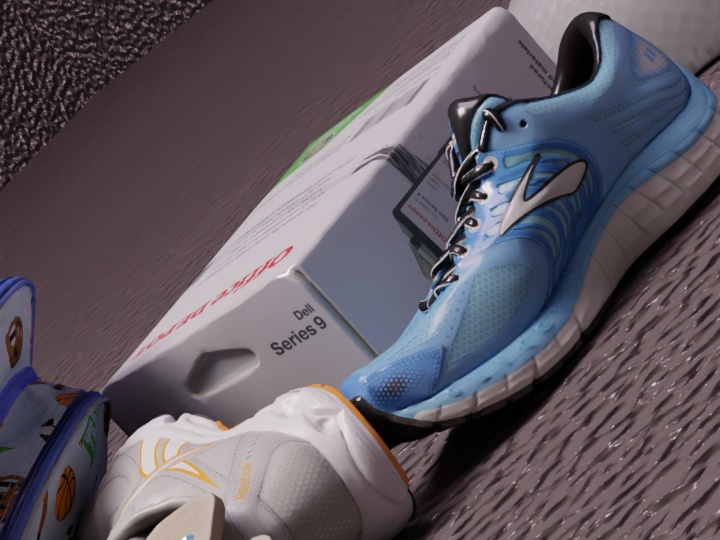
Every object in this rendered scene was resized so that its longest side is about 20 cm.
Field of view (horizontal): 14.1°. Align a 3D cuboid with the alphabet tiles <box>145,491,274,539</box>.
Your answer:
[{"bbox_3d":[-0.094,0.162,0.912,0.200,0.015,0.196,-37,29,31],"label":"alphabet tiles"}]

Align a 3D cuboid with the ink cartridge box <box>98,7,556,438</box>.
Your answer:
[{"bbox_3d":[0.000,0.000,1.208,0.146,0.084,0.200,-33,14,44],"label":"ink cartridge box"}]

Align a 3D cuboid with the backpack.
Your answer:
[{"bbox_3d":[-0.183,0.090,1.136,0.200,0.153,0.191,-74,-10,-53],"label":"backpack"}]

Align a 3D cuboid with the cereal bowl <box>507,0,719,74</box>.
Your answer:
[{"bbox_3d":[0.139,-0.152,1.331,0.200,0.083,0.200,-41,10,9],"label":"cereal bowl"}]

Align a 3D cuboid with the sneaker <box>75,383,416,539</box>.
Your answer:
[{"bbox_3d":[-0.068,0.098,1.044,0.092,0.076,0.200,-35,3,-33],"label":"sneaker"}]

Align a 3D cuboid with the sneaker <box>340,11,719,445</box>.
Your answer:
[{"bbox_3d":[0.050,-0.017,1.063,0.200,0.090,0.078,-49,11,-28],"label":"sneaker"}]
